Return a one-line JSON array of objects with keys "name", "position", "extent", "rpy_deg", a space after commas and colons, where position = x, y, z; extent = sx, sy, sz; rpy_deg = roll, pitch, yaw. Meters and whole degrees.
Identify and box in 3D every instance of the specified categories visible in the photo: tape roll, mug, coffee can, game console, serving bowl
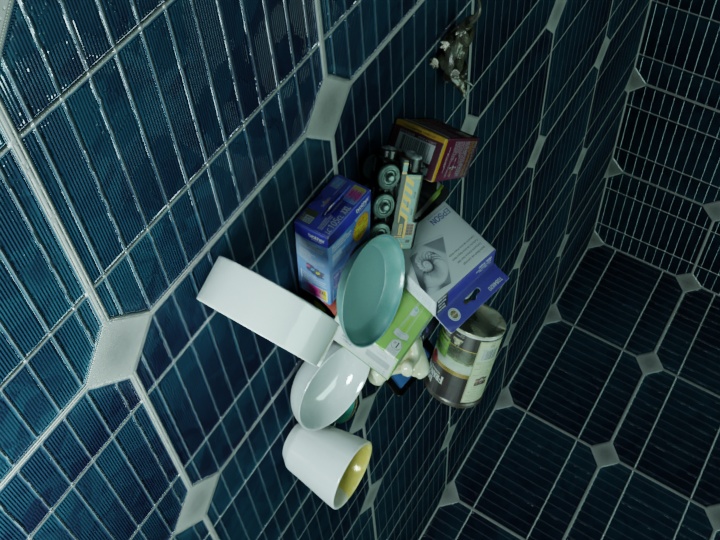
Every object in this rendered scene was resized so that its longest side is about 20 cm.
[{"name": "tape roll", "position": [-0.130, 0.058, 1.255], "extent": [0.072, 0.199, 0.203], "rpy_deg": [-61, 159, -8]}, {"name": "mug", "position": [-0.073, 0.389, 1.824], "extent": [0.151, 0.151, 0.187], "rpy_deg": [-59, 159, -14]}, {"name": "coffee can", "position": [0.240, 0.191, 2.040], "extent": [0.146, 0.144, 0.204], "rpy_deg": [-34, 145, -52]}, {"name": "game console", "position": [0.103, 0.152, 2.037], "extent": [0.200, 0.115, 0.179], "rpy_deg": [-41, 149, -48]}, {"name": "serving bowl", "position": [-0.069, 0.212, 1.737], "extent": [0.199, 0.065, 0.203], "rpy_deg": [-35, 143, -32]}]

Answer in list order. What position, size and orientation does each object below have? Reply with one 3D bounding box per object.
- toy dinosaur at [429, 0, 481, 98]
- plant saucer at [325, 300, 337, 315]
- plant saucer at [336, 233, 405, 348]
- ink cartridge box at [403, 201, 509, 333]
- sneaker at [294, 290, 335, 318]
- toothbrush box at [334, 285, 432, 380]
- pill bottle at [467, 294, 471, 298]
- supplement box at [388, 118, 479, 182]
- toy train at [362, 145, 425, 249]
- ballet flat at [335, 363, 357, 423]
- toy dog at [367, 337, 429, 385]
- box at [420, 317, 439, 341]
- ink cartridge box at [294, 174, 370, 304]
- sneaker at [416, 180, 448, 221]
[{"name": "toy dinosaur", "position": [0.184, -0.427, 1.681], "extent": [0.102, 0.075, 0.204], "rpy_deg": [-52, 154, -59]}, {"name": "plant saucer", "position": [0.000, 0.000, 1.734], "extent": [0.199, 0.036, 0.204], "rpy_deg": [-6, 118, -66]}, {"name": "plant saucer", "position": [0.013, 0.033, 1.548], "extent": [0.199, 0.035, 0.205], "rpy_deg": [-32, 129, -48]}, {"name": "ink cartridge box", "position": [0.167, -0.011, 1.694], "extent": [0.199, 0.200, 0.041], "rpy_deg": [-39, 166, -32]}, {"name": "sneaker", "position": [-0.110, 0.086, 1.540], "extent": [0.079, 0.066, 0.199], "rpy_deg": [-52, 163, 12]}, {"name": "toothbrush box", "position": [0.055, 0.079, 1.681], "extent": [0.201, 0.144, 0.087], "rpy_deg": [-51, 171, -33]}, {"name": "pill bottle", "position": [0.153, -0.031, 1.829], "extent": [0.115, 0.197, 0.115], "rpy_deg": [-55, 160, -31]}, {"name": "supplement box", "position": [0.141, -0.234, 1.708], "extent": [0.199, 0.109, 0.087], "rpy_deg": [-17, 130, -62]}, {"name": "toy train", "position": [0.056, -0.126, 1.605], "extent": [0.112, 0.085, 0.205], "rpy_deg": [-2, 112, -31]}, {"name": "ballet flat", "position": [-0.032, 0.244, 1.894], "extent": [0.071, 0.070, 0.203], "rpy_deg": [-45, 151, -41]}, {"name": "toy dog", "position": [0.065, 0.137, 1.834], "extent": [0.200, 0.136, 0.199], "rpy_deg": [56, 34, -70]}, {"name": "box", "position": [0.143, 0.048, 2.008], "extent": [0.200, 0.077, 0.144], "rpy_deg": [-44, 132, -45]}, {"name": "ink cartridge box", "position": [-0.046, -0.063, 1.503], "extent": [0.137, 0.075, 0.203], "rpy_deg": [-50, 153, -34]}, {"name": "sneaker", "position": [0.098, -0.133, 1.777], "extent": [0.199, 0.083, 0.072], "rpy_deg": [-41, 177, -42]}]
